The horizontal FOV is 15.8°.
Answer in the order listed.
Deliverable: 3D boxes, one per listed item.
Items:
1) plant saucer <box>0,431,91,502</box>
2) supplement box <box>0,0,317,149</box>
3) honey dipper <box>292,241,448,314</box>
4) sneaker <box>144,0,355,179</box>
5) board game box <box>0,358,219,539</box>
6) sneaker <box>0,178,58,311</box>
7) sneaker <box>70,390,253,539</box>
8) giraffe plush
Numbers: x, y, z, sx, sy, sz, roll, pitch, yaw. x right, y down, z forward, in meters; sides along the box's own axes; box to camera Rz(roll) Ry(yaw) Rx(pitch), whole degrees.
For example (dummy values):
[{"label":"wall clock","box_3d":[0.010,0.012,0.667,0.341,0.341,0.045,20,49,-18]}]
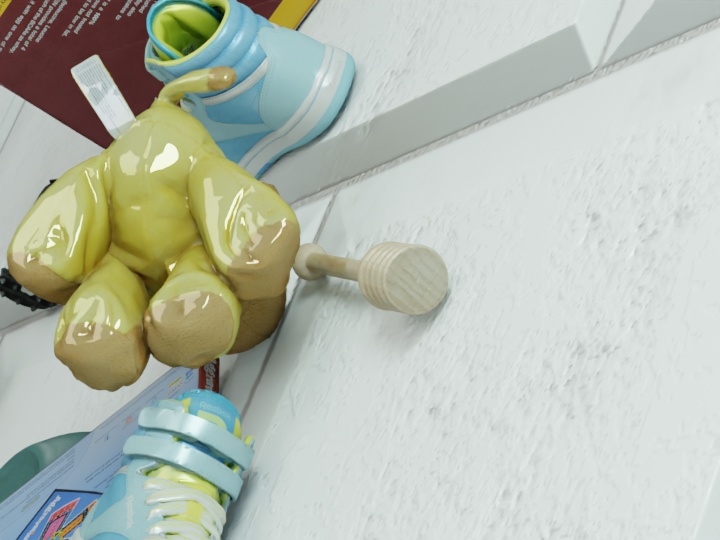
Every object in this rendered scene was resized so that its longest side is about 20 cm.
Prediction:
[{"label":"plant saucer","box_3d":[-0.236,0.189,1.729,0.200,0.036,0.201,-48,23,28]},{"label":"supplement box","box_3d":[-0.162,-0.206,1.860,0.198,0.199,0.133,-52,22,18]},{"label":"honey dipper","box_3d":[0.000,0.000,1.449,0.038,0.038,0.200,-61,16,-6]},{"label":"sneaker","box_3d":[-0.103,-0.121,1.709,0.200,0.130,0.080,-33,34,51]},{"label":"board game box","box_3d":[-0.160,0.138,1.596,0.200,0.019,0.103,-38,32,27]},{"label":"sneaker","box_3d":[-0.210,-0.040,1.936,0.200,0.066,0.091,-31,37,56]},{"label":"sneaker","box_3d":[-0.099,0.132,1.407,0.131,0.079,0.200,-61,21,-2]},{"label":"giraffe plush","box_3d":[-0.106,-0.009,1.534,0.171,0.162,0.201,-19,61,8]}]
